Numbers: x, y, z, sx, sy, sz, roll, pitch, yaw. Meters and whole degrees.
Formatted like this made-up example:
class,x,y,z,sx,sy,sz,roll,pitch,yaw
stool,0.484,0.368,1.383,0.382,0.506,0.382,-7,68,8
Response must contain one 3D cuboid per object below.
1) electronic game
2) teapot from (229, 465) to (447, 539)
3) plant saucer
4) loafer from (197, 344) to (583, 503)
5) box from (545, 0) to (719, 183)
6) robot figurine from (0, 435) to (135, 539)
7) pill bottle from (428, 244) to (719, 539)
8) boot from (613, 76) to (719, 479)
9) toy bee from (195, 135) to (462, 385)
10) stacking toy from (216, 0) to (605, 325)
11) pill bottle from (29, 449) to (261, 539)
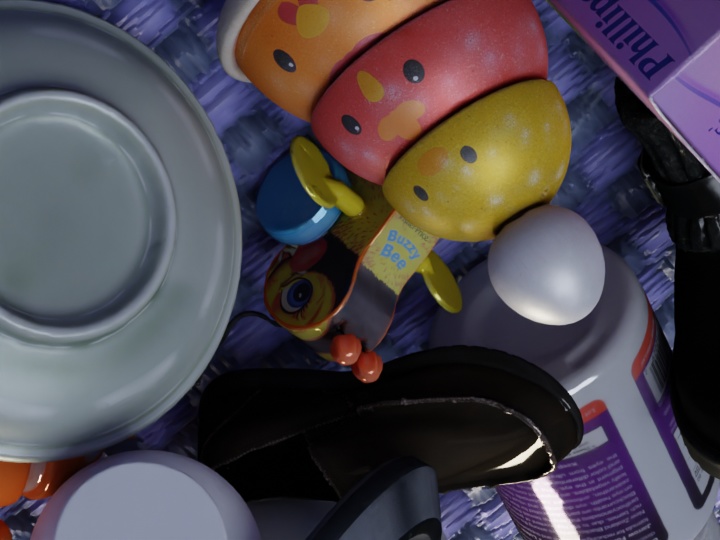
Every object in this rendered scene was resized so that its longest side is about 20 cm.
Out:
class,x,y,z,sx,sy,sz,roll,pitch,yaw
electronic game,-0.025,0.169,1.329,0.200,0.042,0.200,-52,164,-22
teapot,-0.022,0.193,1.492,0.200,0.146,0.197,-48,132,9
plant saucer,-0.135,-0.020,1.259,0.200,0.050,0.200,4,81,-24
loafer,0.010,0.087,1.410,0.200,0.071,0.073,-7,132,27
box,0.180,-0.162,1.324,0.200,0.176,0.097,-43,133,6
robot figurine,-0.192,0.050,1.312,0.200,0.144,0.117,-8,156,-24
pill bottle,0.117,0.086,1.515,0.111,0.111,0.200,-33,132,-4
boot,0.172,-0.019,1.421,0.079,0.211,0.158,-10,137,11
toy bee,0.000,0.000,1.389,0.131,0.109,0.200,12,116,-37
stacking toy,0.044,-0.065,1.283,0.146,0.200,0.146,-31,164,-10
pill bottle,-0.093,0.138,1.327,0.104,0.104,0.200,-28,169,-8
